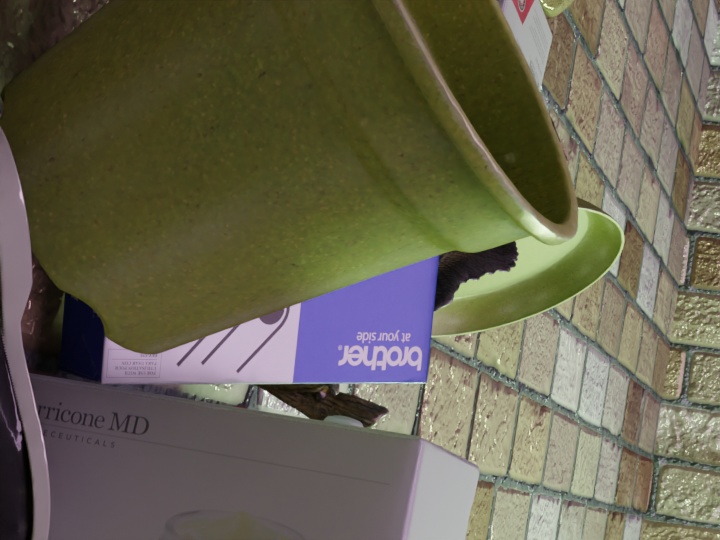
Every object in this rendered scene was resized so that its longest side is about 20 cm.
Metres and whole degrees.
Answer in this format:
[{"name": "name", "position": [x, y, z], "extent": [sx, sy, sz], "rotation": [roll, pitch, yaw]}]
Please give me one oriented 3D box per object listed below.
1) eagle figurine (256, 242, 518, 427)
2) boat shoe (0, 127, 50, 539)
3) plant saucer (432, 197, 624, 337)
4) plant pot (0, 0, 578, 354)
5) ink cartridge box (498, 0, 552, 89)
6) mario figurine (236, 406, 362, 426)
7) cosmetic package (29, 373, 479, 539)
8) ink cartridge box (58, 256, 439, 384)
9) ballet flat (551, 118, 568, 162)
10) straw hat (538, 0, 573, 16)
[{"name": "eagle figurine", "position": [-0.005, 0.000, 1.034], "extent": [0.200, 0.151, 0.152], "rotation": [-60, 139, -28]}, {"name": "boat shoe", "position": [-0.159, 0.037, 0.667], "extent": [0.074, 0.060, 0.200], "rotation": [-129, -147, -50]}, {"name": "plant saucer", "position": [0.094, -0.008, 1.259], "extent": [0.200, 0.200, 0.031], "rotation": [56, 18, -64]}, {"name": "plant pot", "position": [-0.039, -0.062, 0.693], "extent": [0.201, 0.184, 0.201], "rotation": [54, 19, -29]}, {"name": "ink cartridge box", "position": [0.077, -0.127, 1.293], "extent": [0.145, 0.083, 0.200], "rotation": [55, 45, -63]}, {"name": "mario figurine", "position": [-0.042, 0.141, 0.986], "extent": [0.123, 0.106, 0.200], "rotation": [-47, 127, -12]}, {"name": "cosmetic package", "position": [-0.069, 0.162, 0.766], "extent": [0.123, 0.199, 0.201], "rotation": [42, 57, -69]}, {"name": "ink cartridge box", "position": [-0.049, 0.008, 0.853], "extent": [0.200, 0.044, 0.094], "rotation": [2, 94, -39]}, {"name": "ballet flat", "position": [0.099, -0.120, 1.185], "extent": [0.200, 0.046, 0.067], "rotation": [53, 51, -35]}, {"name": "straw hat", "position": [0.147, -0.249, 1.353], "extent": [0.085, 0.201, 0.201], "rotation": [-58, 157, -10]}]
